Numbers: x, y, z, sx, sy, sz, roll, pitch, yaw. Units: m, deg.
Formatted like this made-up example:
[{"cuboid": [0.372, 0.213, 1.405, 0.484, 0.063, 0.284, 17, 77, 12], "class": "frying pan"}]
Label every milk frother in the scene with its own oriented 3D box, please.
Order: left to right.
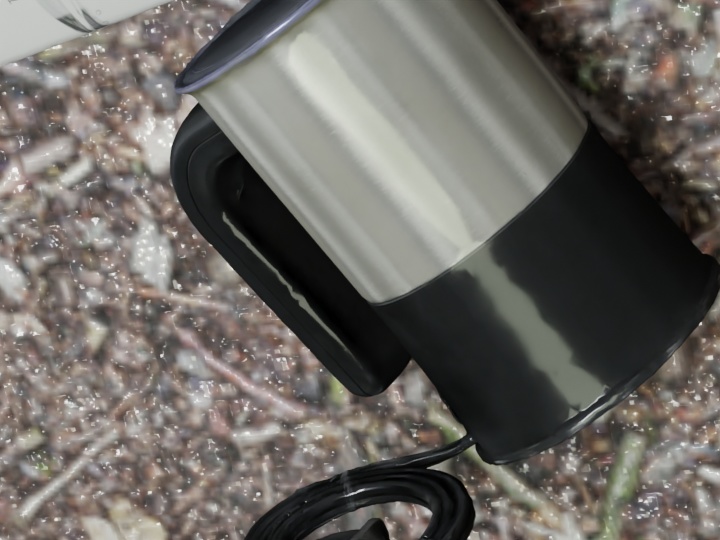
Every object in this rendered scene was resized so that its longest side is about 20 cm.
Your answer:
[{"cuboid": [0.000, 0.000, 1.063, 0.180, 0.200, 0.188, -34, 103, 31], "class": "milk frother"}]

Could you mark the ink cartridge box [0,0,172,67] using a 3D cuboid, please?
[{"cuboid": [-0.114, -0.166, 1.053, 0.199, 0.083, 0.147, -18, 132, 22], "class": "ink cartridge box"}]
